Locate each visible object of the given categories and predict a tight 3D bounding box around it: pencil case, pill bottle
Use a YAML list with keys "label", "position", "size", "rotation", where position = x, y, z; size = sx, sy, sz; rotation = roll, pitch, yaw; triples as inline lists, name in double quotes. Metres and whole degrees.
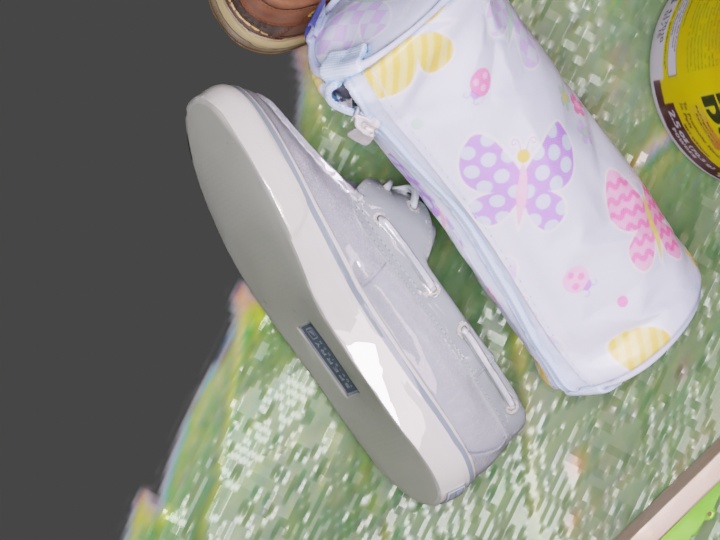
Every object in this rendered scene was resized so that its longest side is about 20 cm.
- label: "pencil case"
  position: [0.061, -0.041, 1.183]
  size: [0.200, 0.083, 0.091]
  rotation: [51, 39, -28]
- label: "pill bottle"
  position: [0.198, -0.090, 1.184]
  size: [0.108, 0.200, 0.110]
  rotation: [0, 89, -13]

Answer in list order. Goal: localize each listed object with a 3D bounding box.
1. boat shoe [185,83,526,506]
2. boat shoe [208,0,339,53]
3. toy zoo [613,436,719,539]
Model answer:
- label: "boat shoe"
  position: [0.001, 0.000, 1.212]
  size: [0.071, 0.070, 0.201]
  rotation: [-36, 99, -24]
- label: "boat shoe"
  position: [0.028, -0.158, 1.214]
  size: [0.199, 0.068, 0.072]
  rotation: [-34, 96, -11]
- label: "toy zoo"
  position: [0.187, 0.183, 1.269]
  size: [0.131, 0.020, 0.200]
  rotation: [-42, 98, -10]
